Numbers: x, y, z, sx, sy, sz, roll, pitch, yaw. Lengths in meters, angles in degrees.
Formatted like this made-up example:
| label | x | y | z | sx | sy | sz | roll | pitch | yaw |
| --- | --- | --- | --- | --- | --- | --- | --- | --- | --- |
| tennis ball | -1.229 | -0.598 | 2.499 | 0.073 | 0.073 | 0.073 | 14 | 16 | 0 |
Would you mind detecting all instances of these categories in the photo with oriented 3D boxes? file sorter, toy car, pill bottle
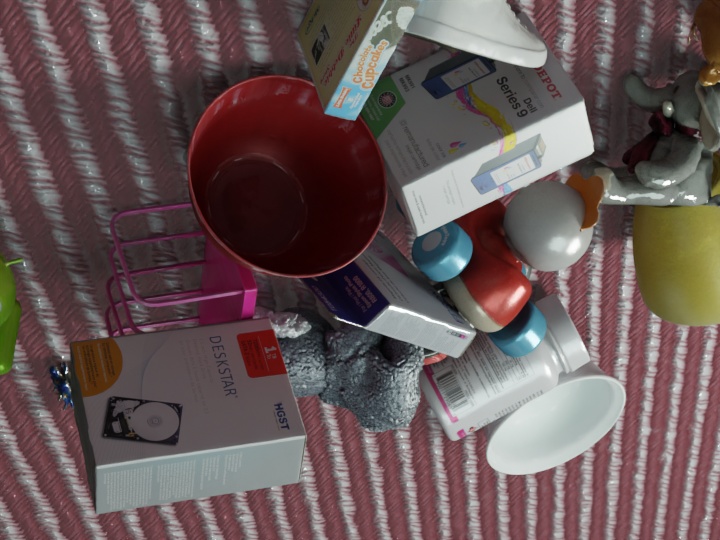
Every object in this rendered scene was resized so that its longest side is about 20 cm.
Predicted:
| label | x | y | z | sx | sy | sz | roll | pitch | yaw |
| --- | --- | --- | --- | --- | --- | --- | --- | --- | --- |
| file sorter | -0.192 | 0.043 | 1.632 | 0.125 | 0.139 | 0.201 | -8 | 140 | -18 |
| toy car | 0.174 | -0.045 | 1.692 | 0.200 | 0.177 | 0.184 | -34 | 128 | 16 |
| pill bottle | 0.174 | 0.116 | 1.958 | 0.199 | 0.114 | 0.113 | -28 | 143 | 2 |

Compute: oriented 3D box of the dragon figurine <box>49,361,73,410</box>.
| label | x | y | z | sx | sy | sz | roll | pitch | yaw |
| --- | --- | --- | --- | --- | --- | --- | --- | --- | --- |
| dragon figurine | -0.273 | 0.150 | 1.774 | 0.099 | 0.059 | 0.200 | -27 | 143 | 1 |

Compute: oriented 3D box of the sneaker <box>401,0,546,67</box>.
| label | x | y | z | sx | sy | sz | roll | pitch | yaw |
| --- | --- | --- | --- | --- | --- | --- | --- | --- | --- |
| sneaker | 0.118 | -0.237 | 1.454 | 0.200 | 0.073 | 0.085 | 6 | 100 | -55 |

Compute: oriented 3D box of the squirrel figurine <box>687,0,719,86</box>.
| label | x | y | z | sx | sy | sz | roll | pitch | yaw |
| --- | --- | --- | --- | --- | --- | --- | --- | --- | --- |
| squirrel figurine | 0.429 | -0.214 | 1.636 | 0.141 | 0.201 | 0.186 | -41 | 157 | 29 |

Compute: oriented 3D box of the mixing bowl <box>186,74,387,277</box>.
| label | x | y | z | sx | sy | sz | roll | pitch | yaw |
| --- | --- | --- | --- | --- | --- | --- | --- | --- | --- |
| mixing bowl | -0.085 | -0.078 | 1.535 | 0.199 | 0.201 | 0.108 | -7 | 169 | -24 |

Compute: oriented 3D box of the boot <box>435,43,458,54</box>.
| label | x | y | z | sx | sy | sz | roll | pitch | yaw |
| --- | --- | --- | --- | --- | --- | --- | --- | --- | --- |
| boot | 0.148 | -0.293 | 1.494 | 0.185 | 0.064 | 0.201 | 0 | 136 | -20 |

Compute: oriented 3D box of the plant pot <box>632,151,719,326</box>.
| label | x | y | z | sx | sy | sz | roll | pitch | yaw |
| --- | --- | --- | --- | --- | --- | --- | --- | --- | --- |
| plant pot | 0.397 | -0.057 | 1.847 | 0.199 | 0.200 | 0.142 | -29 | 123 | 4 |

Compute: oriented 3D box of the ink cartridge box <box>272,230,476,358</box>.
| label | x | y | z | sx | sy | sz | roll | pitch | yaw |
| --- | --- | --- | --- | --- | --- | --- | --- | --- | --- |
| ink cartridge box | 0.000 | 0.000 | 1.640 | 0.200 | 0.196 | 0.043 | 22 | 111 | -48 |

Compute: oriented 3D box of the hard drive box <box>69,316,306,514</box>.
| label | x | y | z | sx | sy | sz | roll | pitch | yaw |
| --- | --- | --- | --- | --- | --- | --- | --- | --- | --- |
| hard drive box | -0.168 | 0.135 | 1.517 | 0.199 | 0.156 | 0.077 | -7 | 138 | -17 |

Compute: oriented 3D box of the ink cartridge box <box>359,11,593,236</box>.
| label | x | y | z | sx | sy | sz | roll | pitch | yaw |
| --- | --- | --- | --- | --- | --- | --- | --- | --- | --- |
| ink cartridge box | 0.111 | -0.147 | 1.576 | 0.199 | 0.146 | 0.088 | -24 | 142 | -2 |

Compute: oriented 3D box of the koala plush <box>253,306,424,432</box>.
| label | x | y | z | sx | sy | sz | roll | pitch | yaw |
| --- | --- | --- | --- | --- | --- | --- | --- | --- | --- |
| koala plush | -0.043 | 0.093 | 1.771 | 0.199 | 0.184 | 0.178 | 3 | 135 | -17 |

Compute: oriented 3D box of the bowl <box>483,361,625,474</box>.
| label | x | y | z | sx | sy | sz | roll | pitch | yaw |
| --- | --- | --- | --- | --- | --- | --- | --- | --- | --- |
| bowl | 0.239 | 0.172 | 2.083 | 0.200 | 0.091 | 0.202 | -17 | 142 | -13 |

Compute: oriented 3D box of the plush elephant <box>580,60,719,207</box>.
| label | x | y | z | sx | sy | sz | roll | pitch | yaw |
| --- | --- | --- | --- | --- | --- | --- | --- | --- | --- |
| plush elephant | 0.339 | -0.150 | 1.722 | 0.199 | 0.156 | 0.165 | 5 | -172 | 11 |

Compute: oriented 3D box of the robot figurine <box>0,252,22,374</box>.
| label | x | y | z | sx | sy | sz | roll | pitch | yaw |
| --- | --- | --- | --- | --- | --- | --- | --- | --- | --- |
| robot figurine | -0.408 | 0.042 | 1.515 | 0.175 | 0.116 | 0.200 | 20 | 123 | -42 |

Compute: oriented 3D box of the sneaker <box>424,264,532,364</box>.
| label | x | y | z | sx | sy | sz | roll | pitch | yaw |
| --- | --- | --- | --- | --- | --- | --- | --- | --- | --- |
| sneaker | 0.115 | 0.039 | 1.850 | 0.200 | 0.071 | 0.098 | -40 | 163 | 18 |

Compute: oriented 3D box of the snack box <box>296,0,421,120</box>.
| label | x | y | z | sx | sy | sz | roll | pitch | yaw |
| --- | --- | --- | --- | --- | --- | --- | --- | --- | --- |
| snack box | 0.008 | -0.248 | 1.416 | 0.037 | 0.117 | 0.200 | 9 | 132 | -28 |
